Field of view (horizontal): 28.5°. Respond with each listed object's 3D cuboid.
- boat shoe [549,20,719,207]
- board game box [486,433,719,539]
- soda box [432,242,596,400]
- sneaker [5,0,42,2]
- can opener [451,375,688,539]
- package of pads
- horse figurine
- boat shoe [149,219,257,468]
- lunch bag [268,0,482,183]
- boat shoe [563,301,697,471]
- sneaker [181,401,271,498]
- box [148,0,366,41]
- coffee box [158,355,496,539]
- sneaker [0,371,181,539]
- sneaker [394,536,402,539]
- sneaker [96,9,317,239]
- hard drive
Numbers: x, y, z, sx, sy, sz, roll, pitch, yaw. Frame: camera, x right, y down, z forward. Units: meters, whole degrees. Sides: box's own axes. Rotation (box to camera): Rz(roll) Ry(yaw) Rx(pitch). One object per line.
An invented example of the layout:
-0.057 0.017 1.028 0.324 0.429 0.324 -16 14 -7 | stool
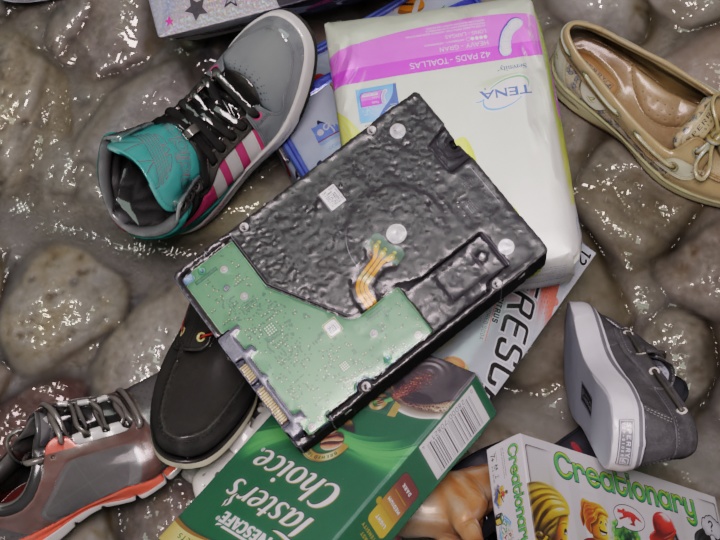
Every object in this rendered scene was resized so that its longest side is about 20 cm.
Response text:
0.226 -0.114 1.053 0.199 0.063 0.074 32 77 10 | boat shoe
0.167 0.189 0.905 0.199 0.035 0.127 21 51 -36 | board game box
0.083 0.052 1.006 0.063 0.068 0.201 36 79 3 | soda box
-0.215 -0.282 1.128 0.199 0.073 0.071 -30 55 -10 | sneaker
0.145 0.131 0.985 0.199 0.063 0.079 -30 74 -5 | can opener
0.064 -0.080 0.971 0.153 0.068 0.202 -8 76 0 | package of pads
0.023 0.167 0.913 0.198 0.050 0.133 -1 42 18 | horse figurine
-0.095 0.044 0.982 0.073 0.063 0.202 16 51 10 | boat shoe
0.024 -0.119 1.060 0.199 0.076 0.161 -28 72 -7 | lunch bag
0.179 0.073 0.945 0.066 0.200 0.071 0 105 -2 | boat shoe
-0.077 0.130 0.990 0.088 0.074 0.202 15 75 5 | sneaker
-0.057 -0.245 1.042 0.198 0.132 0.116 -14 97 6 | box
-0.020 0.129 0.893 0.122 0.044 0.200 21 59 45 | coffee box
-0.189 0.120 0.983 0.199 0.082 0.077 -37 43 -8 | sneaker
-0.025 0.234 0.943 0.075 0.105 0.202 20 75 9 | sneaker
-0.117 -0.094 0.985 0.084 0.121 0.200 42 117 9 | sneaker
0.000 0.000 0.898 0.199 0.038 0.140 -38 75 -7 | hard drive
